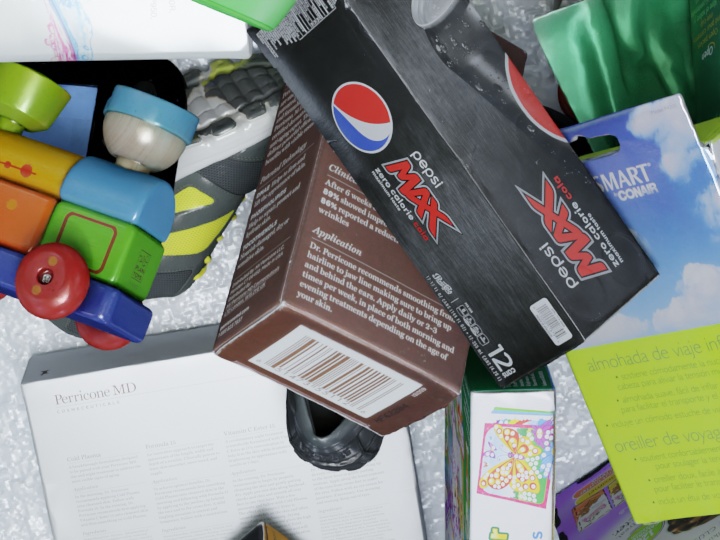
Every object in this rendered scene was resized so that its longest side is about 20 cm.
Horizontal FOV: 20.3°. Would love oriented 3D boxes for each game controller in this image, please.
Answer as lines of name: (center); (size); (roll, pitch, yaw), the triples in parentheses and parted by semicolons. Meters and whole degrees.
game controller: (-0.180, -0.062, 0.994); (0.199, 0.042, 0.105); (6, 73, 20)

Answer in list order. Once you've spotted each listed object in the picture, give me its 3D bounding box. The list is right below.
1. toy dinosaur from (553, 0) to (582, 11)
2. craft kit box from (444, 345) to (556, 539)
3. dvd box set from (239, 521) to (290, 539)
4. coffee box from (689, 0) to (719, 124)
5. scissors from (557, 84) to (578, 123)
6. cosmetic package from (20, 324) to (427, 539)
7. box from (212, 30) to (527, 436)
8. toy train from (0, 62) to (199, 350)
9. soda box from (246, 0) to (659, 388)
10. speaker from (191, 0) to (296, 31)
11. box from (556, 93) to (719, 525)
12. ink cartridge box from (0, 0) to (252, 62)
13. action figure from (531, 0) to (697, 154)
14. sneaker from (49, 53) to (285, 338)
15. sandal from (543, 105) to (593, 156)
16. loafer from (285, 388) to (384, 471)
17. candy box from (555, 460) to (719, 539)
toy dinosaur: (0.090, -0.219, 0.986); (0.102, 0.077, 0.200); (-44, 108, -3)
craft kit box: (0.068, 0.121, 1.019); (0.048, 0.200, 0.199); (-4, 105, 0)
dvd box set: (-0.031, 0.238, 1.102); (0.146, 0.029, 0.200); (-41, 118, 19)
coffee box: (0.221, -0.128, 0.973); (0.122, 0.044, 0.202); (5, 73, -15)
scissors: (0.183, -0.138, 1.048); (0.073, 0.014, 0.200); (39, 100, -10)
cosmetic package: (-0.070, 0.107, 1.085); (0.198, 0.052, 0.152); (-9, 108, 0)
box: (0.007, -0.036, 0.951); (0.100, 0.201, 0.075); (28, 148, -21)
toy train: (-0.176, -0.047, 0.939); (0.199, 0.085, 0.116); (19, 82, 19)
soda box: (0.042, -0.053, 0.896); (0.201, 0.071, 0.063); (55, 138, -1)
speaker: (-0.032, -0.206, 0.834); (0.088, 0.088, 0.201); (21, 94, -9)
box: (0.148, 0.016, 0.933); (0.121, 0.048, 0.201); (-14, 104, 42)
ink cartridge box: (-0.146, -0.179, 0.949); (0.198, 0.145, 0.146); (-1, 105, -2)
action figure: (0.156, -0.042, 0.990); (0.117, 0.055, 0.201); (-20, 94, -24)
sneaker: (-0.095, -0.038, 1.041); (0.199, 0.075, 0.085); (-29, 125, 5)
sandal: (0.120, -0.013, 1.032); (0.200, 0.043, 0.076); (41, 121, 6)
loafer: (0.000, 0.000, 1.013); (0.068, 0.070, 0.202); (7, 76, 6)
candy box: (0.194, 0.135, 1.028); (0.167, 0.200, 0.072); (-35, 105, 8)
